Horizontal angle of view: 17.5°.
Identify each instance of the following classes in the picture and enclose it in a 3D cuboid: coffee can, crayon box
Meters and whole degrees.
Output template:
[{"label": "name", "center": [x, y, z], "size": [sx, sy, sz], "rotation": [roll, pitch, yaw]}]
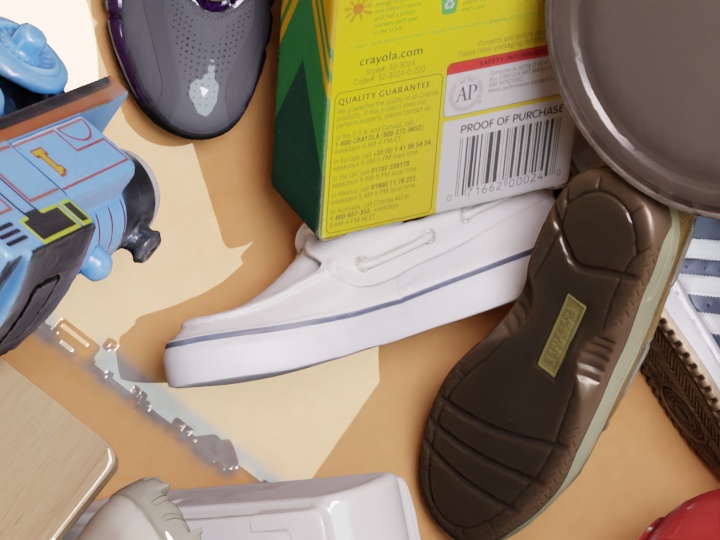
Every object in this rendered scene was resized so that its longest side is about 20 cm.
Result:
[{"label": "coffee can", "center": [0.183, -0.119, 0.961], "size": [0.200, 0.146, 0.147], "rotation": [-32, 102, -55]}, {"label": "crayon box", "center": [0.033, -0.120, 0.949], "size": [0.126, 0.051, 0.201], "rotation": [-13, 127, -26]}]

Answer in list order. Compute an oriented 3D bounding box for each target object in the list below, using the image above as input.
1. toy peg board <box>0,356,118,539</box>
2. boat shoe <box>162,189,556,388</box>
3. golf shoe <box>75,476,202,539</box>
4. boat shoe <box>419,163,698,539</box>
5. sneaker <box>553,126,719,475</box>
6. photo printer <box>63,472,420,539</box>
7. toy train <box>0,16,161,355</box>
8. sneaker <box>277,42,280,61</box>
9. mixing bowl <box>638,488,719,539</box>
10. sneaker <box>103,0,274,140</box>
[{"label": "toy peg board", "center": [-0.231, 0.097, 0.920], "size": [0.199, 0.098, 0.200], "rotation": [37, 77, 6]}, {"label": "boat shoe", "center": [0.000, 0.000, 1.010], "size": [0.199, 0.073, 0.066], "rotation": [-17, 91, -29]}, {"label": "golf shoe", "center": [-0.120, 0.166, 0.897], "size": [0.097, 0.078, 0.201], "rotation": [-12, 138, -42]}, {"label": "boat shoe", "center": [0.094, 0.037, 1.005], "size": [0.072, 0.201, 0.076], "rotation": [44, 36, 20]}, {"label": "sneaker", "center": [0.169, -0.003, 1.062], "size": [0.108, 0.070, 0.201], "rotation": [-33, 97, -15]}, {"label": "photo printer", "center": [-0.036, 0.187, 0.944], "size": [0.069, 0.166, 0.201], "rotation": [-15, 94, -50]}, {"label": "toy train", "center": [-0.146, -0.030, 0.897], "size": [0.114, 0.200, 0.087], "rotation": [42, 112, 6]}, {"label": "sneaker", "center": [0.000, -0.178, 1.014], "size": [0.082, 0.078, 0.201], "rotation": [17, 88, 9]}, {"label": "mixing bowl", "center": [0.164, 0.171, 1.014], "size": [0.108, 0.200, 0.201], "rotation": [20, 81, 21]}, {"label": "sneaker", "center": [-0.066, -0.157, 0.972], "size": [0.074, 0.088, 0.201], "rotation": [1, 88, -12]}]
